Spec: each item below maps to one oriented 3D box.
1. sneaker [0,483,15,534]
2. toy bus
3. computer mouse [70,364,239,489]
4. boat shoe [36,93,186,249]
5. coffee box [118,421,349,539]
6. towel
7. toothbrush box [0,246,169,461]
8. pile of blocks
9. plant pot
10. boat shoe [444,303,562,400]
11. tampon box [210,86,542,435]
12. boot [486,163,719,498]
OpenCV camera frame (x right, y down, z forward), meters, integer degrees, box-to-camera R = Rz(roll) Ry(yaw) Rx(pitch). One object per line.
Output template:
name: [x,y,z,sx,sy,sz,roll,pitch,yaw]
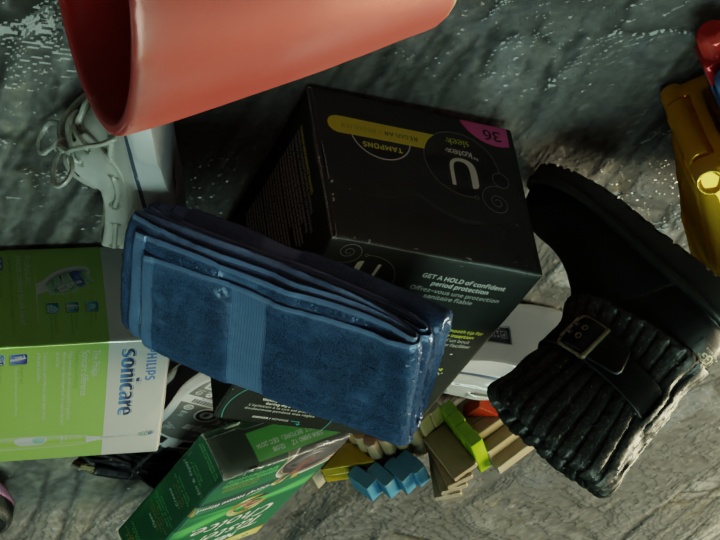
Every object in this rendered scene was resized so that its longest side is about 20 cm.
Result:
sneaker: [-0.362,0.198,1.427,0.199,0.096,0.079,9,139,-28]
toy bus: [0.292,-0.092,1.188,0.199,0.136,0.192,-19,128,8]
computer mouse: [-0.135,0.107,1.408,0.109,0.044,0.200,20,139,-35]
boat shoe: [-0.157,-0.074,1.132,0.086,0.075,0.202,-1,152,0]
coffee box: [-0.101,0.169,1.448,0.123,0.044,0.200,-15,160,-35]
towel: [-0.050,0.035,1.113,0.199,0.049,0.112,20,134,11]
toothbrush box: [-0.237,0.060,1.275,0.199,0.086,0.146,-2,144,-11]
pile of blocks: [0.041,0.135,1.458,0.199,0.082,0.062,-15,145,7]
plant pot: [-0.053,-0.179,0.916,0.177,0.201,0.201,-11,146,-17]
boat shoe: [0.100,0.064,1.397,0.200,0.074,0.065,16,147,-22]
tampon box: [0.000,0.000,1.219,0.149,0.127,0.200,10,140,-25]
boot: [0.136,0.033,1.198,0.158,0.211,0.079,-47,135,0]
